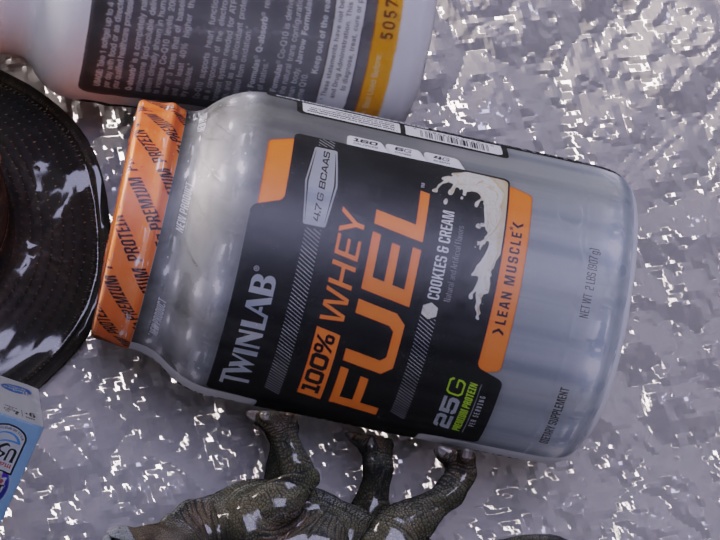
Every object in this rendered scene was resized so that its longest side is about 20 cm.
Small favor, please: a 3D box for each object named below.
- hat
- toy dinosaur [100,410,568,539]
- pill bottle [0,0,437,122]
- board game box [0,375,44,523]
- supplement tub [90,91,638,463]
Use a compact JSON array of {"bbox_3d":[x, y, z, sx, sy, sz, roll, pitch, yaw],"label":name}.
[{"bbox_3d":[-0.193,-0.029,0.990,0.200,0.081,0.201,5,64,-11],"label":"hat"},{"bbox_3d":[-0.010,0.112,0.985,0.199,0.077,0.103,13,83,-15],"label":"toy dinosaur"},{"bbox_3d":[-0.073,-0.122,1.041,0.199,0.116,0.117,8,65,-10],"label":"pill bottle"},{"bbox_3d":[-0.229,0.073,0.892,0.199,0.135,0.034,20,18,-19],"label":"board game box"},{"bbox_3d":[0.000,0.000,0.999,0.199,0.123,0.123,11,64,-6],"label":"supplement tub"}]
